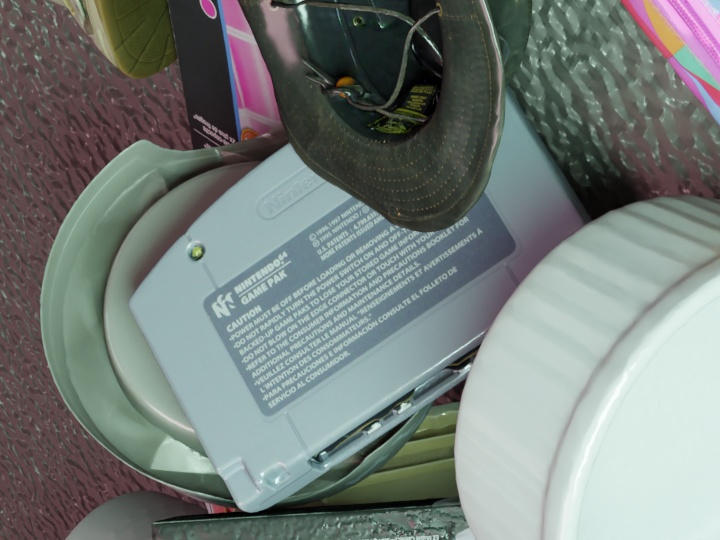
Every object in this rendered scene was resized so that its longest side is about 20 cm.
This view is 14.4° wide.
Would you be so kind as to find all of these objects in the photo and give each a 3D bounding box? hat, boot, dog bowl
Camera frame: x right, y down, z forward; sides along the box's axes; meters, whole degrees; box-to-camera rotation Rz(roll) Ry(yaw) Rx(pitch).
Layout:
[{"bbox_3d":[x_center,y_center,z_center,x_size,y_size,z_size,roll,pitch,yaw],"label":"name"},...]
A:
[{"bbox_3d":[0.023,-0.122,1.208,0.201,0.081,0.201,38,140,40],"label":"hat"},{"bbox_3d":[-0.159,-0.207,1.429,0.155,0.072,0.200,34,146,40],"label":"boot"},{"bbox_3d":[-0.047,0.021,1.338,0.200,0.200,0.059,44,169,21],"label":"dog bowl"}]

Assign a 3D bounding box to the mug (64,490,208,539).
[{"bbox_3d":[-0.070,0.235,1.706,0.175,0.148,0.200,16,164,41],"label":"mug"}]

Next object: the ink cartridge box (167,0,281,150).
[{"bbox_3d":[-0.048,-0.074,1.432,0.095,0.037,0.200,32,146,37],"label":"ink cartridge box"}]

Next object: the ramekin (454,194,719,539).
[{"bbox_3d":[0.133,0.067,1.126,0.098,0.200,0.201,33,145,51],"label":"ramekin"}]

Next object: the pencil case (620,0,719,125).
[{"bbox_3d":[0.141,-0.104,1.044,0.200,0.088,0.088,53,152,6],"label":"pencil case"}]

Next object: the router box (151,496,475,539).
[{"bbox_3d":[0.011,0.177,1.265,0.051,0.199,0.150,5,-99,-76],"label":"router box"}]

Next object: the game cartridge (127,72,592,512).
[{"bbox_3d":[0.000,0.000,1.266,0.133,0.200,0.041,60,-170,20],"label":"game cartridge"}]

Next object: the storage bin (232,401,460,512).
[{"bbox_3d":[0.055,0.172,1.375,0.198,0.094,0.200,-12,117,13],"label":"storage bin"}]

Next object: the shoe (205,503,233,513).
[{"bbox_3d":[-0.043,0.139,1.565,0.091,0.071,0.200,104,150,-53],"label":"shoe"}]
